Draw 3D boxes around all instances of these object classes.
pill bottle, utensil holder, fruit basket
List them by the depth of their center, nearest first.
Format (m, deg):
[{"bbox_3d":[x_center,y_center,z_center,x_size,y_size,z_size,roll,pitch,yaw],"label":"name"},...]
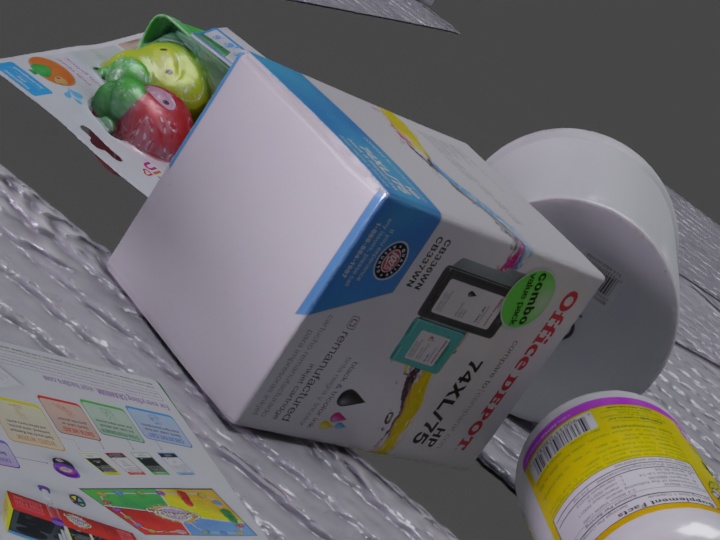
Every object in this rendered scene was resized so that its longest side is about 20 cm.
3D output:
[{"bbox_3d":[0.150,0.150,0.933,0.104,0.104,0.200,29,16,-19],"label":"pill bottle"},{"bbox_3d":[-0.115,-0.096,1.141,0.185,0.094,0.200,39,19,13],"label":"fruit basket"},{"bbox_3d":[0.141,0.003,1.255,0.170,0.170,0.200,34,18,-2],"label":"utensil holder"}]

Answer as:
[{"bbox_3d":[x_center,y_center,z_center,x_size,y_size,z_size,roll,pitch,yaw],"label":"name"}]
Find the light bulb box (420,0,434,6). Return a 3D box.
[{"bbox_3d":[0.070,-0.542,2.696,0.198,0.200,0.125,24,18,-36],"label":"light bulb box"}]

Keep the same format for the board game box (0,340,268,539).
[{"bbox_3d":[-0.099,0.101,0.666,0.153,0.040,0.200,20,21,-45],"label":"board game box"}]

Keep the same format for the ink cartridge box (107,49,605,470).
[{"bbox_3d":[0.000,0.000,0.986,0.200,0.147,0.146,17,22,-48],"label":"ink cartridge box"}]
